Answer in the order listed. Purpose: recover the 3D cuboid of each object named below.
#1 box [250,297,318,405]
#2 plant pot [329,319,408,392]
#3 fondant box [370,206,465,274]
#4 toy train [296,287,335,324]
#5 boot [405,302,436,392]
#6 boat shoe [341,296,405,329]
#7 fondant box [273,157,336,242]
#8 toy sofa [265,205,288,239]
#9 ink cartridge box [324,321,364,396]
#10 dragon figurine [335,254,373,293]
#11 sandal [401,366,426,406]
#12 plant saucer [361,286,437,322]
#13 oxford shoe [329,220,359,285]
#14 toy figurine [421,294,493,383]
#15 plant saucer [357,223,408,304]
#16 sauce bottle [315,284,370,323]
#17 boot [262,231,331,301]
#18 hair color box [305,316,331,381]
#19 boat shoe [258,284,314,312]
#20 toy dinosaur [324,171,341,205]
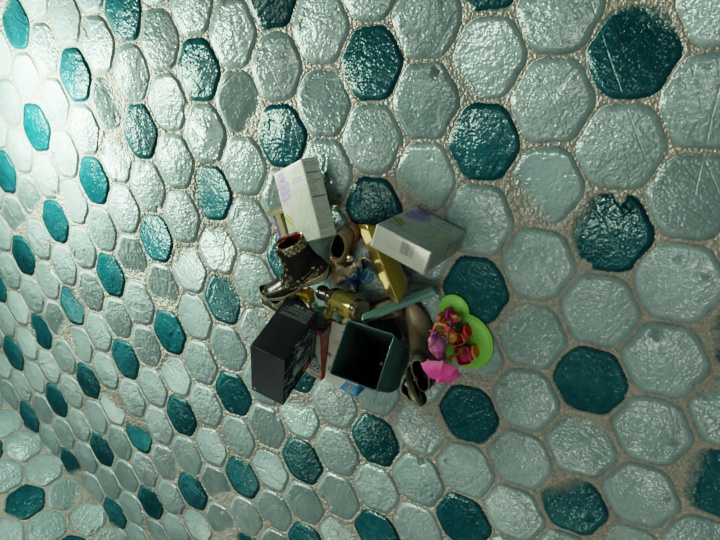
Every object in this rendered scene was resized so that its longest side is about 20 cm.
[{"bbox_3d":[-0.200,0.214,1.667,0.103,0.183,0.202,23,138,14],"label":"box"},{"bbox_3d":[0.040,0.235,1.640,0.139,0.200,0.144,15,80,28],"label":"plant pot"},{"bbox_3d":[0.135,-0.073,1.446,0.143,0.199,0.059,29,118,21],"label":"fondant box"},{"bbox_3d":[-0.146,0.106,1.821,0.199,0.056,0.151,38,142,9],"label":"toy train"},{"bbox_3d":[0.150,0.196,1.585,0.069,0.146,0.203,-17,105,19],"label":"boot"},{"bbox_3d":[0.035,0.126,1.691,0.198,0.072,0.073,-23,96,33],"label":"boat shoe"},{"bbox_3d":[-0.146,-0.175,1.644,0.143,0.058,0.204,-13,91,52],"label":"fondant box"},{"bbox_3d":[-0.200,-0.078,1.760,0.096,0.083,0.204,-7,105,35],"label":"toy sofa"},{"bbox_3d":[-0.030,0.236,1.780,0.114,0.068,0.204,22,120,25],"label":"ink cartridge box"},{"bbox_3d":[0.000,0.000,1.631,0.200,0.098,0.060,-40,51,49],"label":"dragon figurine"},{"bbox_3d":[0.131,0.303,1.624,0.057,0.201,0.080,-40,89,9],"label":"sandal"},{"bbox_3d":[0.096,0.085,1.578,0.197,0.070,0.019,-23,78,7],"label":"plant saucer"},{"bbox_3d":[-0.061,-0.037,1.680,0.070,0.075,0.203,30,130,23],"label":"oxford shoe"},{"bbox_3d":[0.211,0.182,1.518,0.148,0.183,0.203,-14,100,37],"label":"toy figurine"},{"bbox_3d":[0.060,-0.030,1.566,0.048,0.200,0.203,-23,97,-4],"label":"plant saucer"},{"bbox_3d":[-0.052,0.083,1.684,0.199,0.064,0.066,22,123,53],"label":"sauce bottle"},{"bbox_3d":[-0.194,-0.012,1.648,0.200,0.074,0.154,-22,133,14],"label":"boot"},{"bbox_3d":[-0.140,0.214,1.818,0.110,0.064,0.203,25,137,24],"label":"hair color box"},{"bbox_3d":[-0.210,0.091,1.760,0.199,0.072,0.061,17,144,36],"label":"boat shoe"},{"bbox_3d":[-0.103,-0.191,1.677,0.100,0.058,0.204,18,116,45],"label":"toy dinosaur"}]
